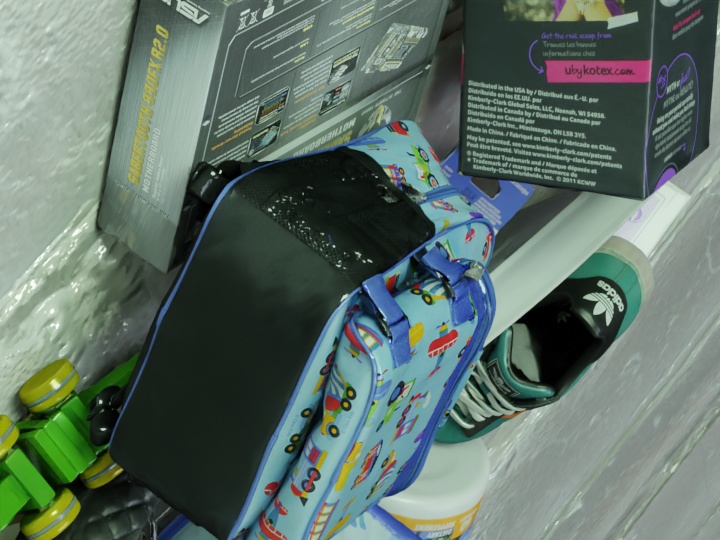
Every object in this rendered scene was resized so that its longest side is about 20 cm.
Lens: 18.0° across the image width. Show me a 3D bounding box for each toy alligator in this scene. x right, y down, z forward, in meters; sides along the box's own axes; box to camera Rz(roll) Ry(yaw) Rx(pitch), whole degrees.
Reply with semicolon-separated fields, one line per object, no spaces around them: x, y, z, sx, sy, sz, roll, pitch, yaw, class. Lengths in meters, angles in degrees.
-0.173;0.106;1.093;0.200;0.059;0.054;-45;-163;-26;toy alligator

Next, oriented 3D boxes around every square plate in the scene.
0.069;0.010;1.360;0.200;0.029;0.198;-40;-173;-26;square plate

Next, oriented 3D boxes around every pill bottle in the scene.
0.007;0.186;1.488;0.112;0.112;0.201;-30;146;-46;pill bottle

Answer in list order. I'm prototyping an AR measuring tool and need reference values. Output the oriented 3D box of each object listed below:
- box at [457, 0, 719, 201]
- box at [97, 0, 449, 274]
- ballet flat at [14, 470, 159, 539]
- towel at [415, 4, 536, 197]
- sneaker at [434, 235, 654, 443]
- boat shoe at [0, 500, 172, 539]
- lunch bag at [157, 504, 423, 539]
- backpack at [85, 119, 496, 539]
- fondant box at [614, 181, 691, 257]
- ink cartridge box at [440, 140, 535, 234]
0.120;-0.151;1.162;0.122;0.105;0.201;-34;130;-60;box
-0.032;-0.107;1.086;0.200;0.048;0.159;-34;151;-42;box
-0.128;0.121;1.146;0.200;0.066;0.057;-58;134;-37;ballet flat
0.062;-0.085;1.330;0.191;0.032;0.201;-36;151;-41;towel
0.088;0.053;1.364;0.200;0.071;0.080;-42;-179;39;sneaker
-0.140;0.147;1.195;0.201;0.066;0.072;-34;149;-42;boat shoe
-0.053;0.214;1.336;0.201;0.127;0.170;-55;136;-6;lunch bag
-0.009;0.026;1.088;0.200;0.134;0.183;-27;149;-55;backpack
0.147;0.009;1.529;0.145;0.058;0.200;-53;175;-6;fondant box
0.000;0.000;1.253;0.200;0.042;0.119;-43;154;7;ink cartridge box
